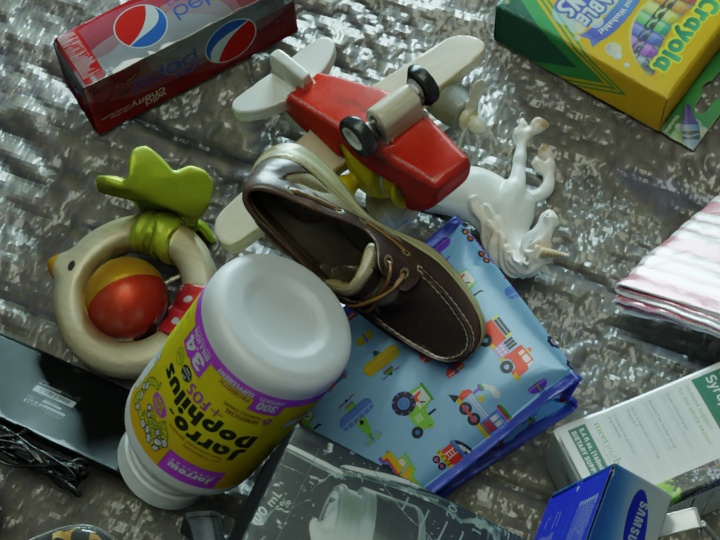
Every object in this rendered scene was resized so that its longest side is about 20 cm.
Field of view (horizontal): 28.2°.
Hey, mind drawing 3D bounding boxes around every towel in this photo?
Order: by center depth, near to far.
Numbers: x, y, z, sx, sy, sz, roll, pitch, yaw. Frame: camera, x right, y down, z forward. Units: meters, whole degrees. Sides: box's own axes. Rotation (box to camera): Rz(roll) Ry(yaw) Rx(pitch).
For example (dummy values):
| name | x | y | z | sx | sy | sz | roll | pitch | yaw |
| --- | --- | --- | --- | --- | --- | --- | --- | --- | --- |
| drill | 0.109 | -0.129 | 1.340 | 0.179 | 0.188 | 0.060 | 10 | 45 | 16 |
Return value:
| name | x | y | z | sx | sy | sz | roll | pitch | yaw |
| --- | --- | --- | --- | --- | --- | --- | --- | --- | --- |
| towel | 0.302 | -0.010 | 1.064 | 0.200 | 0.030 | 0.146 | -36 | 37 | -29 |

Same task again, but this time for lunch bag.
| name | x | y | z | sx | sy | sz | roll | pitch | yaw |
| --- | --- | --- | --- | --- | --- | --- | --- | --- | --- |
| lunch bag | 0.036 | 0.087 | 1.041 | 0.199 | 0.094 | 0.151 | -34 | 71 | -6 |

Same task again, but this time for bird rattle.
| name | x | y | z | sx | sy | sz | roll | pitch | yaw |
| --- | --- | --- | --- | --- | --- | --- | --- | --- | --- |
| bird rattle | -0.152 | 0.019 | 1.096 | 0.162 | 0.113 | 0.201 | -26 | 76 | 1 |

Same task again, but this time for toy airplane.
| name | x | y | z | sx | sy | sz | roll | pitch | yaw |
| --- | --- | --- | --- | --- | --- | --- | --- | --- | --- |
| toy airplane | -0.002 | -0.092 | 1.073 | 0.199 | 0.142 | 0.200 | -14 | 36 | 20 |

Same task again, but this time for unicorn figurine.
| name | x | y | z | sx | sy | sz | roll | pitch | yaw |
| --- | --- | --- | --- | --- | --- | --- | --- | --- | --- |
| unicorn figurine | 0.101 | -0.065 | 1.132 | 0.199 | 0.074 | 0.138 | 13 | 62 | 27 |

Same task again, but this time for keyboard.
| name | x | y | z | sx | sy | sz | roll | pitch | yaw |
| --- | --- | --- | --- | --- | --- | --- | --- | --- | --- |
| keyboard | -0.236 | 0.114 | 1.070 | 0.199 | 0.040 | 0.104 | 22 | 41 | 15 |

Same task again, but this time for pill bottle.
| name | x | y | z | sx | sy | sz | roll | pitch | yaw |
| --- | --- | --- | --- | --- | --- | --- | --- | --- | --- |
| pill bottle | -0.094 | 0.084 | 0.967 | 0.104 | 0.200 | 0.105 | 19 | 46 | -21 |

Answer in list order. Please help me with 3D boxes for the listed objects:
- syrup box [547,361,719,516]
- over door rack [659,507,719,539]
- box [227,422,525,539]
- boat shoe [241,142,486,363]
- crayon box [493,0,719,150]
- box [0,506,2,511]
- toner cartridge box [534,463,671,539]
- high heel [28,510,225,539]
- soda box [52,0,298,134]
| name | x | y | z | sx | sy | sz | roll | pitch | yaw |
| --- | --- | --- | --- | --- | --- | --- | --- | --- | --- |
| syrup box | 0.239 | 0.123 | 1.011 | 0.199 | 0.082 | 0.079 | -21 | 62 | -7 |
| over door rack | 0.262 | 0.232 | 0.890 | 0.066 | 0.200 | 0.149 | -28 | 58 | 24 |
| box | -0.006 | 0.238 | 0.906 | 0.196 | 0.124 | 0.201 | 26 | 65 | -3 |
| boat shoe | 0.000 | 0.000 | 0.962 | 0.200 | 0.072 | 0.072 | 44 | 25 | -9 |
| crayon box | 0.229 | -0.204 | 1.205 | 0.199 | 0.052 | 0.126 | 33 | 68 | 18 |
| box | -0.376 | 0.166 | 1.012 | 0.200 | 0.051 | 0.158 | -38 | 65 | -5 |
| toner cartridge box | 0.113 | 0.218 | 0.829 | 0.043 | 0.095 | 0.201 | 29 | 65 | -6 |
| high heel | -0.173 | 0.245 | 0.963 | 0.198 | 0.072 | 0.143 | -10 | 55 | -13 |
| soda box | -0.153 | -0.198 | 1.206 | 0.199 | 0.070 | 0.064 | -29 | 65 | -13 |
